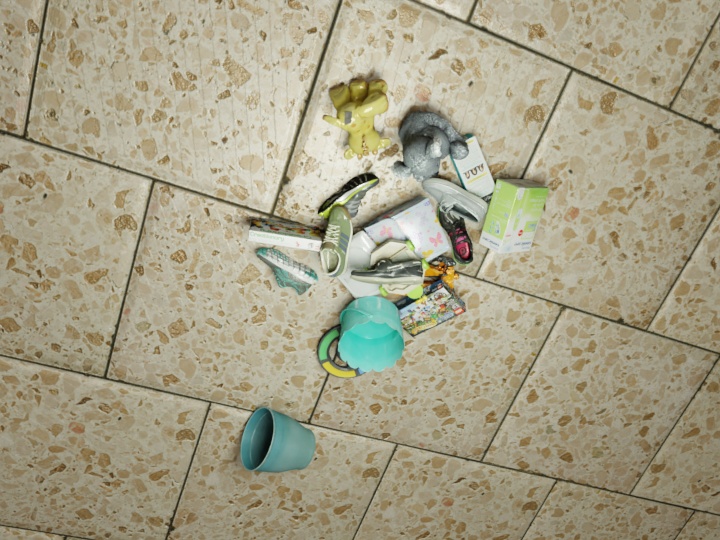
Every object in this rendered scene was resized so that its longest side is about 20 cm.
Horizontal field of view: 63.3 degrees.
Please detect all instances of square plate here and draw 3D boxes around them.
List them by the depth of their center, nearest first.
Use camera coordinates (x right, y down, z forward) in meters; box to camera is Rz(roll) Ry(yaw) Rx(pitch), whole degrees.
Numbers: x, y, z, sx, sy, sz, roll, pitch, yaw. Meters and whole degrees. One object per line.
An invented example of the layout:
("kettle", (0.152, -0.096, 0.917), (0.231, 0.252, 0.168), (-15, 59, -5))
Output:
("square plate", (0.000, 0.000, 1.697), (0.198, 0.028, 0.200), (-28, 111, 39))

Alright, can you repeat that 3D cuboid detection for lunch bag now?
("lunch bag", (0.132, -0.094, 1.676), (0.200, 0.127, 0.170), (-26, 103, -2))

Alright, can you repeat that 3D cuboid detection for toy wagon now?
("toy wagon", (0.114, 0.010, 1.625), (0.155, 0.040, 0.200), (-33, 109, 18))

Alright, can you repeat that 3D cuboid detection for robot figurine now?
("robot figurine", (0.202, 0.019, 1.788), (0.200, 0.058, 0.145), (-3, 114, -6))

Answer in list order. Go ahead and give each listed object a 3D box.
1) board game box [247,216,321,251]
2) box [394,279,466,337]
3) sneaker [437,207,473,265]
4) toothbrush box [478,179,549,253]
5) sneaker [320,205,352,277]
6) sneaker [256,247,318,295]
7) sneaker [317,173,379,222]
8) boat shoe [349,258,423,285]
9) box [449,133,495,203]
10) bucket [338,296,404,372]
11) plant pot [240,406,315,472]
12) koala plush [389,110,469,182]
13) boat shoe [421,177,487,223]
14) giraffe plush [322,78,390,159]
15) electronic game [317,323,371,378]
("board game box", (-0.213, -0.104, 1.642), (0.200, 0.126, 0.035), (8, 112, -11))
("box", (0.204, 0.119, 1.795), (0.200, 0.038, 0.137), (-30, 128, 24))
("sneaker", (0.291, -0.109, 1.723), (0.077, 0.084, 0.200), (-27, 102, -5))
("toothbrush box", (0.447, -0.159, 1.702), (0.146, 0.086, 0.200), (-5, 118, -38))
("sneaker", (-0.070, -0.075, 1.607), (0.067, 0.090, 0.200), (8, 105, 22))
("sneaker", (-0.226, 0.009, 1.718), (0.200, 0.078, 0.091), (31, 109, -17))
("sneaker", (-0.024, -0.200, 1.664), (0.200, 0.074, 0.081), (-34, 120, 15))
("boat shoe", (0.070, 0.004, 1.579), (0.200, 0.072, 0.068), (-2, 78, 12))
("box", (0.323, -0.285, 1.680), (0.082, 0.049, 0.200), (-26, 114, 4))
("bucket", (0.032, 0.185, 1.733), (0.207, 0.135, 0.207), (0, 127, 1))
("plant pot", (-0.256, 0.560, 1.892), (0.188, 0.200, 0.200), (24, 108, -33))
("koala plush", (0.164, -0.314, 1.543), (0.177, 0.200, 0.184), (-26, 110, 33))
("boat shoe", (0.261, -0.197, 1.663), (0.201, 0.070, 0.072), (26, 66, 6))
("giraffe plush", (0.005, -0.385, 1.546), (0.172, 0.200, 0.162), (4, 143, 23))
("electronic game", (-0.038, 0.258, 1.865), (0.200, 0.042, 0.200), (-3, 113, -6))
